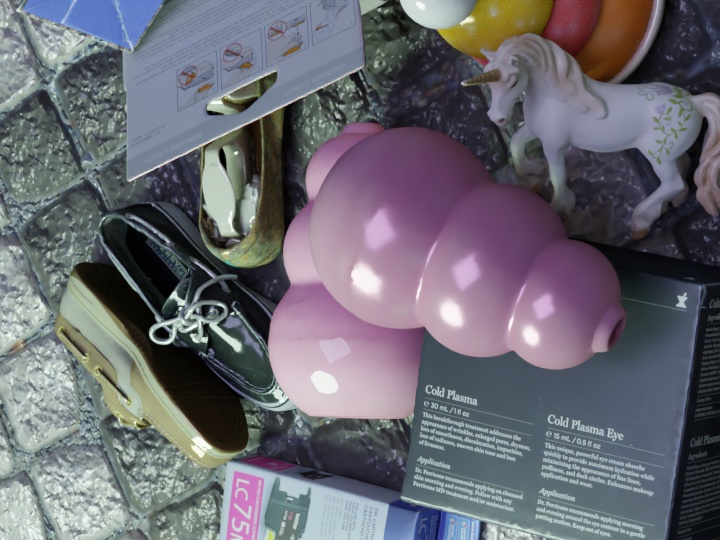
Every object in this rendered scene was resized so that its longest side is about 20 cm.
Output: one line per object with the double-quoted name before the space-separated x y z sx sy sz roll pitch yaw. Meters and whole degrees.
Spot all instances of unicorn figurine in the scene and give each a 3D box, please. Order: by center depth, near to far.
"unicorn figurine" 0.143 -0.088 1.624 0.074 0.200 0.138 -110 20 -49

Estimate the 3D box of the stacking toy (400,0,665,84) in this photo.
"stacking toy" 0.091 -0.178 1.624 0.146 0.200 0.146 3 95 32

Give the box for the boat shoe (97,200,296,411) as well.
"boat shoe" -0.115 0.025 1.850 0.074 0.068 0.199 -47 69 26

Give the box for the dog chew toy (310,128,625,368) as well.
"dog chew toy" 0.070 -0.006 1.574 0.200 0.125 0.125 26 107 21

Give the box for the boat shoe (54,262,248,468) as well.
"boat shoe" -0.155 0.079 1.884 0.200 0.074 0.066 50 121 31

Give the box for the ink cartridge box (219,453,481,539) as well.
"ink cartridge box" -0.012 0.209 1.817 0.200 0.042 0.120 12 100 30

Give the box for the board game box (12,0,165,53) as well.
"board game box" -0.185 -0.281 1.808 0.160 0.097 0.200 -54 38 24

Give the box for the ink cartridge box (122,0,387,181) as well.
"ink cartridge box" -0.073 -0.156 1.763 0.200 0.044 0.174 -24 50 24

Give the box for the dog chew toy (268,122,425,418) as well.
"dog chew toy" 0.000 0.000 1.749 0.124 0.124 0.200 -2 85 33

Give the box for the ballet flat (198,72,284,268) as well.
"ballet flat" -0.090 -0.101 1.827 0.071 0.071 0.200 -2 93 33

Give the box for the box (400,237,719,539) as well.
"box" 0.145 0.077 1.666 0.200 0.104 0.182 13 100 31
